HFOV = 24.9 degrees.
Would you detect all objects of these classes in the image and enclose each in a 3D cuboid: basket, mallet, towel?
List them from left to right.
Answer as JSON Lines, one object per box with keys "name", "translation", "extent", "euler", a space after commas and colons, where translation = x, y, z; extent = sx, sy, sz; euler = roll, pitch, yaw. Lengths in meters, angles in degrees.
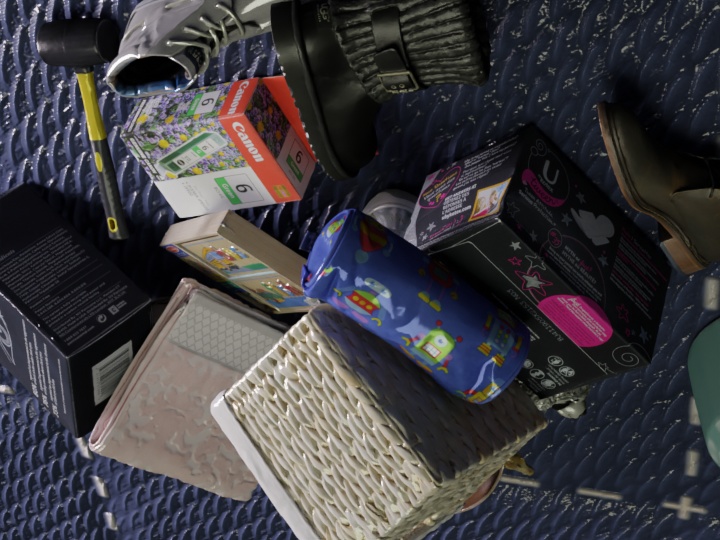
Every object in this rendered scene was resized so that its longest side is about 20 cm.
{"name": "mallet", "translation": [-0.237, -0.123, 1.417], "extent": [0.066, 0.041, 0.200], "euler": [9, 116, 22]}
{"name": "towel", "translation": [-0.141, 0.123, 1.598], "extent": [0.200, 0.191, 0.032], "euler": [26, -172, -39]}
{"name": "basket", "translation": [0.018, 0.126, 1.415], "extent": [0.200, 0.198, 0.161], "euler": [52, 126, 14]}

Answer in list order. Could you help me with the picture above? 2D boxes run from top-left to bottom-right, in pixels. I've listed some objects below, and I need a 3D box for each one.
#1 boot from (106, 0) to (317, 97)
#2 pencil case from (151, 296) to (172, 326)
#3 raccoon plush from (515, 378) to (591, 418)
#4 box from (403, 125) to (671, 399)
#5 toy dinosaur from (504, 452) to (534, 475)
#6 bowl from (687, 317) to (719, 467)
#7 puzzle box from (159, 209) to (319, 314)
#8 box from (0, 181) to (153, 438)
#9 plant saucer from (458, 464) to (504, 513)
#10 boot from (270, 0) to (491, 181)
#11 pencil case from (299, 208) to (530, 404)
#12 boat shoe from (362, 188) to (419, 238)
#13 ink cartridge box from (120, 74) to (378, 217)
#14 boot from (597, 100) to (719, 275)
{"name": "boot", "translation": [-0.113, -0.188, 1.292], "extent": [0.200, 0.096, 0.074], "euler": [-15, 132, 37]}
{"name": "pencil case", "translation": [-0.182, 0.118, 1.683], "extent": [0.089, 0.078, 0.200], "euler": [-9, 119, 15]}
{"name": "raccoon plush", "translation": [0.125, 0.081, 1.534], "extent": [0.200, 0.097, 0.134], "euler": [31, 134, -14]}
{"name": "box", "translation": [0.149, -0.004, 1.392], "extent": [0.200, 0.115, 0.132], "euler": [42, 139, -24]}
{"name": "toy dinosaur", "translation": [0.071, 0.193, 1.657], "extent": [0.200, 0.058, 0.101], "euler": [-6, 175, -13]}
{"name": "bowl", "translation": [0.388, 0.132, 1.464], "extent": [0.200, 0.105, 0.201], "euler": [12, 141, 9]}
{"name": "puzzle box", "translation": [-0.102, -0.005, 1.506], "extent": [0.133, 0.025, 0.200], "euler": [34, 166, -16]}
{"name": "box", "translation": [-0.301, 0.038, 1.586], "extent": [0.200, 0.104, 0.148], "euler": [41, 150, 22]}
{"name": "plant saucer", "translation": [0.059, 0.134, 1.543], "extent": [0.200, 0.034, 0.201], "euler": [16, 119, 32]}
{"name": "boot", "translation": [0.028, -0.150, 1.283], "extent": [0.158, 0.080, 0.211], "euler": [-12, 152, 6]}
{"name": "pencil case", "translation": [0.041, 0.031, 1.326], "extent": [0.200, 0.078, 0.087], "euler": [34, 112, -14]}
{"name": "boat shoe", "translation": [0.002, 0.000, 1.501], "extent": [0.074, 0.065, 0.202], "euler": [29, 143, -11]}
{"name": "ink cartridge box", "translation": [-0.097, -0.109, 1.420], "extent": [0.200, 0.050, 0.109], "euler": [-6, 136, 31]}
{"name": "boot", "translation": [0.263, -0.079, 1.296], "extent": [0.097, 0.075, 0.200], "euler": [-19, 137, 24]}
